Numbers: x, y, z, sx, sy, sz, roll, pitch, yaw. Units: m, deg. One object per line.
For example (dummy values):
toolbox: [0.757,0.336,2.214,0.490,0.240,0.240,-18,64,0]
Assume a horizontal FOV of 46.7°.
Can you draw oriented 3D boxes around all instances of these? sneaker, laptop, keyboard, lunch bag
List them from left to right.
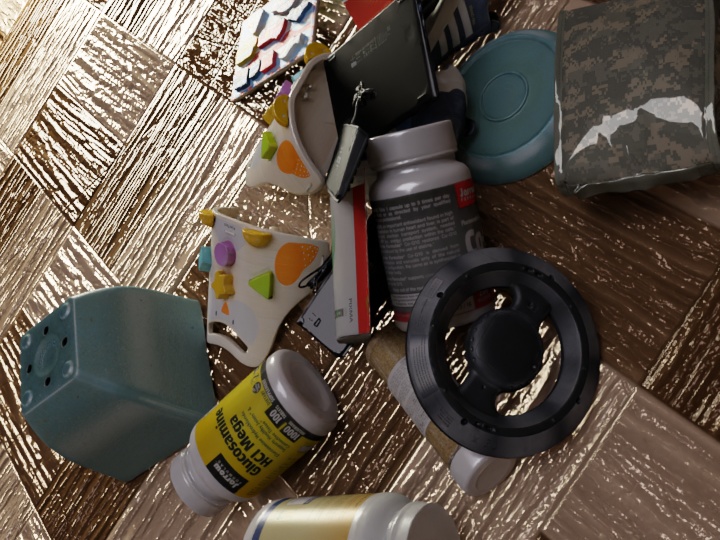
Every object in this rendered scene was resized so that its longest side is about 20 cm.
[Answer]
keyboard: [-0.008,-0.141,0.898,0.200,0.020,0.130,-121,47,-77]
keyboard: [0.000,0.000,1.033,0.103,0.040,0.202,37,94,18]
sneaker: [0.053,-0.175,1.017,0.198,0.079,0.150,-11,62,51]
laptop: [0.053,-0.259,0.995,0.186,0.114,0.205,-24,74,52]
sneaker: [0.124,-0.299,1.040,0.202,0.083,0.076,-59,16,30]
lunch bag: [0.280,-0.165,0.827,0.161,0.117,0.205,-5,63,34]

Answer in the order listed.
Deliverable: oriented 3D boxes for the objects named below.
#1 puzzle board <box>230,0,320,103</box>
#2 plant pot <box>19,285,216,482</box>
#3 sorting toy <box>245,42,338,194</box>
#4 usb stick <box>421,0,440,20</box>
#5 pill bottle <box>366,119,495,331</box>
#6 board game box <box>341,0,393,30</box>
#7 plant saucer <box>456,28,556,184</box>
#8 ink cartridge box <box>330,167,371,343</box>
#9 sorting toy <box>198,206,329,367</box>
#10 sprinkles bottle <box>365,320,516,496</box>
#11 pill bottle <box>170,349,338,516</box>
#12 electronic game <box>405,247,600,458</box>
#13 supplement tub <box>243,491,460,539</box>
puzzle board: [-0.131,-0.358,1.265,0.198,0.017,0.155,-18,60,43]
plant pot: [-0.337,0.137,1.107,0.194,0.199,0.200,-33,54,24]
sorting toy: [-0.090,-0.188,1.111,0.179,0.106,0.203,-27,32,53]
usb stick: [0.122,-0.359,1.072,0.199,0.055,0.033,-41,52,17]
pill bottle: [0.071,-0.048,0.881,0.112,0.113,0.205,-7,99,34]
board game box: [0.044,-0.408,1.163,0.152,0.040,0.202,-39,52,17]
plant saucer: [0.173,-0.200,0.984,0.197,0.027,0.205,-16,63,32]
ink cartridge box: [-0.012,-0.008,0.912,0.049,0.200,0.166,-3,82,2]
sorting toy: [-0.156,0.024,1.108,0.197,0.105,0.185,20,102,41]
sprinkles bottle: [0.080,0.139,0.877,0.068,0.068,0.201,-48,50,9]
pill bottle: [-0.129,0.196,0.982,0.199,0.112,0.113,-42,51,15]
electronic game: [0.139,0.078,0.809,0.194,0.042,0.206,2,76,-9]
supplement tub: [-0.009,0.298,0.826,0.196,0.144,0.148,-13,63,33]
